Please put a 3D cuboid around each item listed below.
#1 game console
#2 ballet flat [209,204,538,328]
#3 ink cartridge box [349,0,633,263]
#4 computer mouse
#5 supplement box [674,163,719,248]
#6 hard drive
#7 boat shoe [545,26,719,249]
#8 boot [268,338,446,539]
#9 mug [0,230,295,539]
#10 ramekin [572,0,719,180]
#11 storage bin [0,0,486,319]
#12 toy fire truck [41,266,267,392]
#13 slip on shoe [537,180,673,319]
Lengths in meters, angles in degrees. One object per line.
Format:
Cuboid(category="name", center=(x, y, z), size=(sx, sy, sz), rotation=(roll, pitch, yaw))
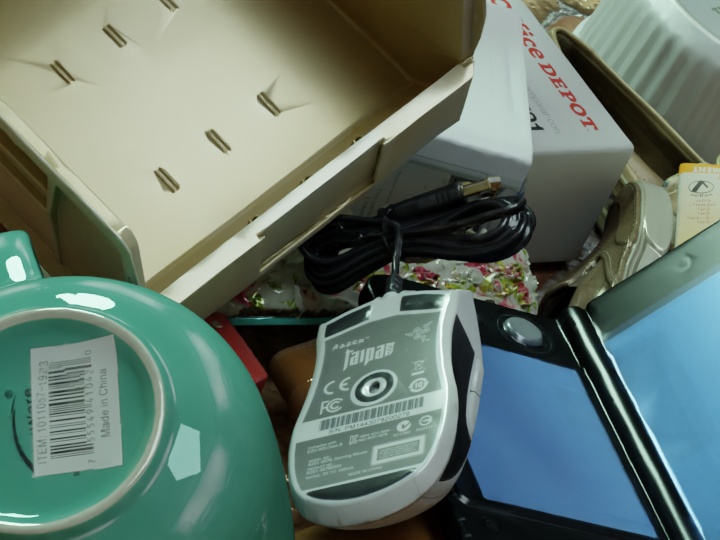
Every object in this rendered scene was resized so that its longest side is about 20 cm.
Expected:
Cuboid(category="game console", center=(0.114, 0.043, 0.912), size=(0.175, 0.117, 0.200), rotation=(16, 29, -25))
Cuboid(category="ballet flat", center=(0.000, 0.000, 1.031), size=(0.199, 0.064, 0.075), rotation=(4, -4, -38))
Cuboid(category="ink cartridge box", center=(0.017, -0.076, 1.132), size=(0.199, 0.086, 0.147), rotation=(-5, 45, -32))
Cuboid(category="computer mouse", center=(0.014, 0.040, 0.882), size=(0.109, 0.044, 0.201), rotation=(-13, 36, 19))
Cuboid(category="supplement box", center=(0.212, 0.029, 1.061), size=(0.125, 0.074, 0.200), rotation=(2, 35, 8))
Cuboid(category="hard drive", center=(-0.016, -0.110, 1.060), size=(0.199, 0.026, 0.132), rotation=(14, 38, -11))
Cuboid(category="boat shoe", center=(0.159, -0.052, 1.210), size=(0.200, 0.063, 0.073), rotation=(41, 37, 19))
Cuboid(category="boot", center=(0.000, 0.088, 0.928), size=(0.199, 0.074, 0.155), rotation=(3, 40, -45))
Cuboid(category="mug", center=(-0.115, 0.071, 0.786), size=(0.184, 0.115, 0.152), rotation=(31, 66, 22))
Cuboid(category="ramekin", center=(0.226, -0.119, 1.310), size=(0.201, 0.095, 0.203), rotation=(17, 37, -13))
Cuboid(category="storage bin", center=(-0.082, -0.101, 0.930), size=(0.200, 0.094, 0.199), rotation=(-38, 73, -25))
Cuboid(category="toy fire truck", center=(-0.152, 0.015, 0.940), size=(0.200, 0.049, 0.141), rotation=(43, 38, 24))
Cuboid(category="slip on shoe", center=(0.118, 0.019, 1.094), size=(0.060, 0.076, 0.201), rotation=(9, 40, 4))
